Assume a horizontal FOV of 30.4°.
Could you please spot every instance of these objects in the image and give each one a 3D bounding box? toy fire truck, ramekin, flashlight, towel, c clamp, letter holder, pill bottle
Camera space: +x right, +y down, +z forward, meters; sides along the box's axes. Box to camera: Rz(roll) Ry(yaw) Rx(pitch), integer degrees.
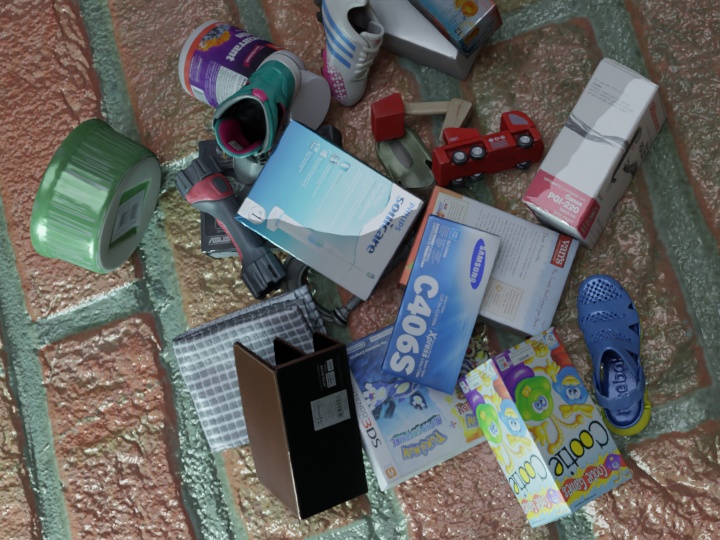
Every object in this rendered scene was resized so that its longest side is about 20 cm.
[{"bbox_3d":[0.124,-0.180,1.723,0.198,0.049,0.142,-15,54,-10],"label":"toy fire truck"},{"bbox_3d":[-0.353,-0.095,1.799,0.097,0.200,0.202,23,88,10],"label":"ramekin"},{"bbox_3d":[-0.171,-0.055,1.757,0.068,0.068,0.201,-33,79,4],"label":"flashlight"},{"bbox_3d":[-0.131,0.132,1.731,0.198,0.086,0.167,-19,96,11],"label":"towel"},{"bbox_3d":[0.000,0.000,1.741,0.199,0.027,0.171,-39,99,14],"label":"c clamp"},{"bbox_3d":[-0.079,0.182,1.657,0.100,0.142,0.203,-18,111,-26],"label":"letter holder"},{"bbox_3d":[-0.140,-0.254,1.785,0.199,0.111,0.112,28,90,29],"label":"pill bottle"}]

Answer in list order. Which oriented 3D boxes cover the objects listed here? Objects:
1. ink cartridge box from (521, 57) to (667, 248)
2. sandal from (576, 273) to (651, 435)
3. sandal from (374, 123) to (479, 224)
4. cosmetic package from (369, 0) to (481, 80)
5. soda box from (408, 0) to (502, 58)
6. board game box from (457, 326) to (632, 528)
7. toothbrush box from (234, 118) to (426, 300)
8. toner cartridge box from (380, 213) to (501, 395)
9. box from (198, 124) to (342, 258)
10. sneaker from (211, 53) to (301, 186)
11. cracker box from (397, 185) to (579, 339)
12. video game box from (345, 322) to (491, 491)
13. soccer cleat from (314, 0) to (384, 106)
[{"bbox_3d":[0.293,-0.142,1.639,0.084,0.146,0.202,28,90,19],"label":"ink cartridge box"},{"bbox_3d":[0.312,0.099,1.628,0.079,0.087,0.202,-17,75,15],"label":"sandal"},{"bbox_3d":[0.082,-0.114,1.743,0.080,0.057,0.201,-43,73,6],"label":"sandal"},{"bbox_3d":[0.069,-0.346,1.771,0.198,0.085,0.109,23,85,19],"label":"cosmetic package"},{"bbox_3d":[0.091,-0.366,1.691,0.068,0.064,0.200,-42,70,2],"label":"soda box"},{"bbox_3d":[0.220,0.190,1.598,0.104,0.103,0.202,-23,81,-27],"label":"board game box"},{"bbox_3d":[-0.035,-0.077,1.678,0.199,0.085,0.147,31,96,4],"label":"toothbrush box"},{"bbox_3d":[0.098,0.041,1.616,0.094,0.043,0.202,17,93,0],"label":"toner cartridge box"},{"bbox_3d":[-0.122,-0.106,1.806,0.197,0.048,0.161,-6,79,15],"label":"box"},{"bbox_3d":[-0.141,-0.166,1.678,0.083,0.121,0.201,28,131,10],"label":"sneaker"},{"bbox_3d":[0.160,-0.006,1.672,0.198,0.058,0.135,21,82,2],"label":"cracker box"},{"bbox_3d":[0.076,0.152,1.672,0.198,0.047,0.184,-24,77,-13],"label":"video game box"},{"bbox_3d":[-0.007,-0.288,1.729,0.086,0.201,0.070,20,54,25],"label":"soccer cleat"}]
